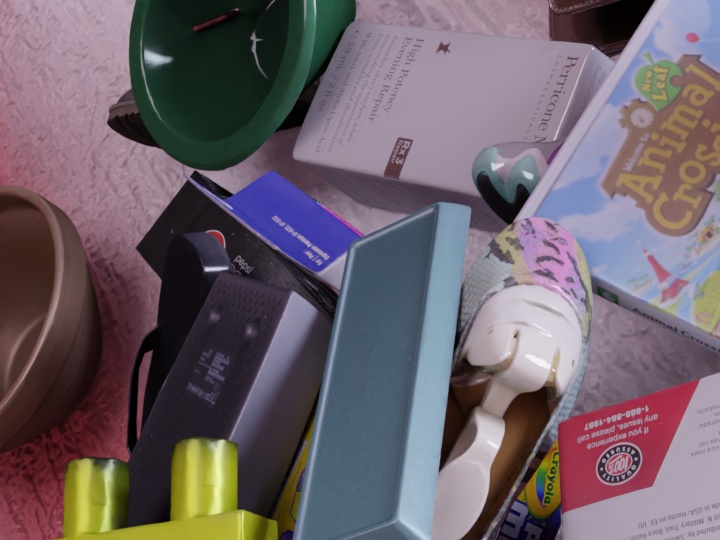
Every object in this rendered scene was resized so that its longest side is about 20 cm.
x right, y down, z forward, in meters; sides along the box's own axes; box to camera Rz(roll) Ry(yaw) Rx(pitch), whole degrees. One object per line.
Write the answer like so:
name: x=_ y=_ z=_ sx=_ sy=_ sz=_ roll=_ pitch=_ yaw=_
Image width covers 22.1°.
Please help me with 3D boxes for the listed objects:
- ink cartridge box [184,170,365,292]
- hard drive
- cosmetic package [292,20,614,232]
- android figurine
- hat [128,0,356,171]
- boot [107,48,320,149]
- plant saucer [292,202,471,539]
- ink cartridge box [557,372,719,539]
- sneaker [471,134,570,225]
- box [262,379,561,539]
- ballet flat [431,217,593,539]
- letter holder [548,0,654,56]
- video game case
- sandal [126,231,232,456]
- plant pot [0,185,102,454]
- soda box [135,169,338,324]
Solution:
ink cartridge box: x=0.000 y=0.000 z=0.996 sx=0.037 sy=0.200 sz=0.095 roll=-56 pitch=44 yaw=3
hard drive: x=-0.081 y=0.101 z=0.923 sx=0.200 sy=0.042 sz=0.135 roll=-65 pitch=21 yaw=-5
cosmetic package: x=0.063 y=-0.082 z=1.080 sx=0.200 sy=0.074 sz=0.102 roll=12 pitch=76 yaw=46
android figurine: x=-0.093 y=0.178 z=0.819 sx=0.182 sy=0.041 sz=0.201 roll=-14 pitch=68 yaw=26
hat: x=-0.026 y=-0.156 z=1.193 sx=0.200 sy=0.176 sz=0.166 roll=-52 pitch=57 yaw=30
boot: x=-0.085 y=-0.189 z=1.276 sx=0.181 sy=0.073 sz=0.201 roll=-6 pitch=69 yaw=25
plant saucer: x=0.009 y=0.048 z=0.822 sx=0.070 sy=0.019 sz=0.200 roll=-24 pitch=36 yaw=31
ink cartridge box: x=0.182 y=0.159 z=0.778 sx=0.145 sy=0.145 sz=0.200 roll=-19 pitch=54 yaw=32
sneaker: x=0.168 y=-0.070 z=0.956 sx=0.200 sy=0.078 sz=0.140 roll=15 pitch=66 yaw=15
box: x=-0.011 y=0.143 z=0.939 sx=0.200 sy=0.122 sz=0.193 roll=-66 pitch=22 yaw=-8
ballet flat: x=0.057 y=0.068 z=0.819 sx=0.071 sy=0.069 sz=0.200 roll=119 pitch=175 yaw=-82
letter holder: x=0.147 y=-0.238 z=1.073 sx=0.142 sy=0.100 sz=0.200 roll=-12 pitch=60 yaw=40
video game case: x=0.197 y=-0.053 z=0.886 sx=0.182 sy=0.022 sz=0.200 roll=27 pitch=70 yaw=20
sandal: x=-0.119 y=0.069 z=1.119 sx=0.076 sy=0.043 sz=0.201 roll=41 pitch=129 yaw=50
plant pot: x=-0.243 y=0.051 z=1.268 sx=0.201 sy=0.093 sz=0.201 roll=-22 pitch=54 yaw=33
soda box: x=-0.060 y=0.020 z=1.140 sx=0.071 sy=0.063 sz=0.200 roll=-51 pitch=44 yaw=7
